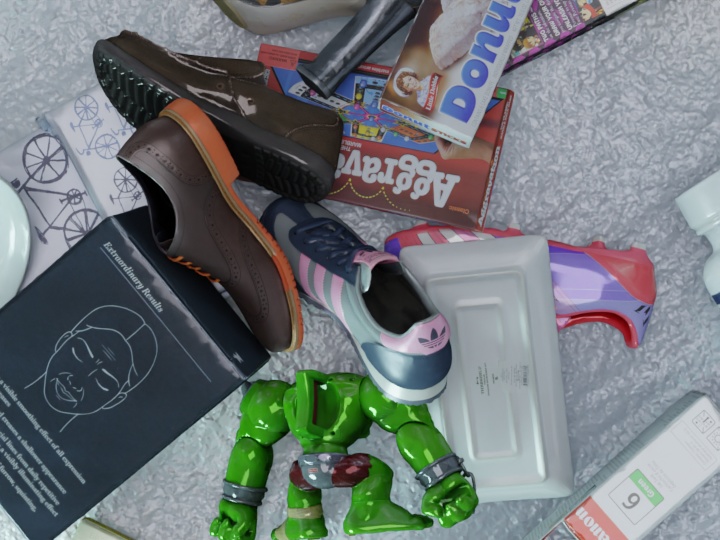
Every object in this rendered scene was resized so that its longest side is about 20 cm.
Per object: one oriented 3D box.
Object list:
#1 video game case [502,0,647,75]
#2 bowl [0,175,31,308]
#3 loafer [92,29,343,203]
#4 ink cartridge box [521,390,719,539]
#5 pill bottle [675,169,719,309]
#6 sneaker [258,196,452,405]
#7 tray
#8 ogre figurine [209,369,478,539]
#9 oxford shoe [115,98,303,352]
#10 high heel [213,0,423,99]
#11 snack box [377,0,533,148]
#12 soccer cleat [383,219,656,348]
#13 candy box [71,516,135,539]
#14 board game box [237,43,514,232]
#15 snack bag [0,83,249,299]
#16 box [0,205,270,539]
[{"bbox_3d":[0.118,-0.261,1.615,0.181,0.036,0.200,-28,87,3],"label":"video game case"},{"bbox_3d":[-0.344,-0.016,1.581,0.201,0.201,0.090,-47,53,1],"label":"bowl"},{"bbox_3d":[-0.099,-0.119,1.584,0.200,0.073,0.071,29,61,4],"label":"loafer"},{"bbox_3d":[0.181,0.168,1.562,0.200,0.109,0.050,-43,86,2],"label":"ink cartridge box"},{"bbox_3d":[0.313,0.010,1.554,0.119,0.120,0.200,-32,87,2],"label":"pill bottle"},{"bbox_3d":[0.000,0.000,1.550,0.070,0.082,0.200,-28,58,-28],"label":"sneaker"},{"bbox_3d":[0.091,0.076,1.580,0.107,0.022,0.201,-6,107,8],"label":"tray"},{"bbox_3d":[-0.016,0.131,1.577,0.200,0.098,0.120,-10,83,44],"label":"ogre figurine"},{"bbox_3d":[-0.107,-0.018,1.551,0.072,0.071,0.200,-36,109,-24],"label":"oxford shoe"},{"bbox_3d":[-0.040,-0.233,1.608,0.143,0.071,0.200,-45,71,-5],"label":"high heel"},{"bbox_3d":[0.082,-0.188,1.554,0.072,0.024,0.201,23,72,0],"label":"snack box"},{"bbox_3d":[0.114,0.008,1.592,0.199,0.067,0.077,6,77,-1],"label":"soccer cleat"},{"bbox_3d":[-0.200,0.293,1.623,0.102,0.026,0.201,25,90,6],"label":"candy box"},{"bbox_3d":[0.006,-0.097,1.592,0.199,0.019,0.103,13,90,24],"label":"board game box"},{"bbox_3d":[-0.187,-0.037,1.628,0.200,0.021,0.189,-28,87,7],"label":"snack bag"},{"bbox_3d":[-0.191,0.074,1.570,0.200,0.107,0.149,-39,90,11],"label":"box"}]
